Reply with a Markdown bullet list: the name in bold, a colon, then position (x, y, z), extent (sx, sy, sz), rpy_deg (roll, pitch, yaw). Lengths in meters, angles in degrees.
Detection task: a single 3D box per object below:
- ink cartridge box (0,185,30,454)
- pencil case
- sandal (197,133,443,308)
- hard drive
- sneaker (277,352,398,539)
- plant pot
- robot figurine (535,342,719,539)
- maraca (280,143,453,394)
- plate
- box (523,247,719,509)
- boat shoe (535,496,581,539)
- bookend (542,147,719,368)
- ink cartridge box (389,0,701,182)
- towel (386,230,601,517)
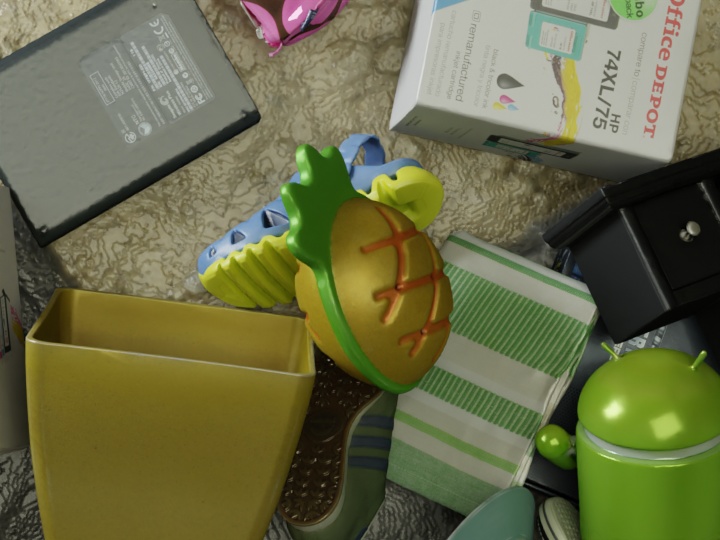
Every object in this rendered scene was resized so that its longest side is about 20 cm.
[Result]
- **ink cartridge box**: position (-0.331, 0.041, 1.428), extent (0.146, 0.145, 0.202), rpy_deg (-6, 87, 5)
- **pencil case**: position (-0.093, -0.266, 1.521), extent (0.094, 0.091, 0.200), rpy_deg (-40, 89, 6)
- **sandal**: position (-0.036, -0.041, 1.526), extent (0.199, 0.080, 0.087), rpy_deg (-25, 53, -1)
- **hard drive**: position (-0.196, -0.127, 1.523), extent (0.199, 0.033, 0.140), rpy_deg (-30, 90, -8)
- **sneaker**: position (-0.010, 0.138, 1.491), extent (0.067, 0.090, 0.201), rpy_deg (2, 46, 20)
- **plant pot**: position (-0.142, 0.127, 1.439), extent (0.198, 0.200, 0.178), rpy_deg (7, 100, -3)
- **robot figurine**: position (0.217, 0.147, 1.446), extent (0.174, 0.116, 0.202), rpy_deg (4, 114, 20)
- **maraca**: position (0.000, 0.000, 1.431), extent (0.106, 0.138, 0.201), rpy_deg (-17, 123, 26)
- **plate**: position (0.080, 0.252, 1.456), extent (0.025, 0.200, 0.201), rpy_deg (29, 82, 26)
- **box**: position (0.201, 0.092, 1.550), extent (0.157, 0.051, 0.201), rpy_deg (23, 83, -6)
- **boat shoe**: position (0.172, 0.269, 1.514), extent (0.062, 0.075, 0.201), rpy_deg (-18, 104, 21)
- **bookend**: position (0.273, 0.017, 1.478), extent (0.199, 0.092, 0.200), rpy_deg (-17, 77, -30)
- **ink cartridge box**: position (0.140, -0.165, 1.510), extent (0.198, 0.146, 0.148), rpy_deg (12, 85, -6)
- **towel**: position (0.088, 0.081, 1.520), extent (0.152, 0.023, 0.201), rpy_deg (24, 86, 24)
